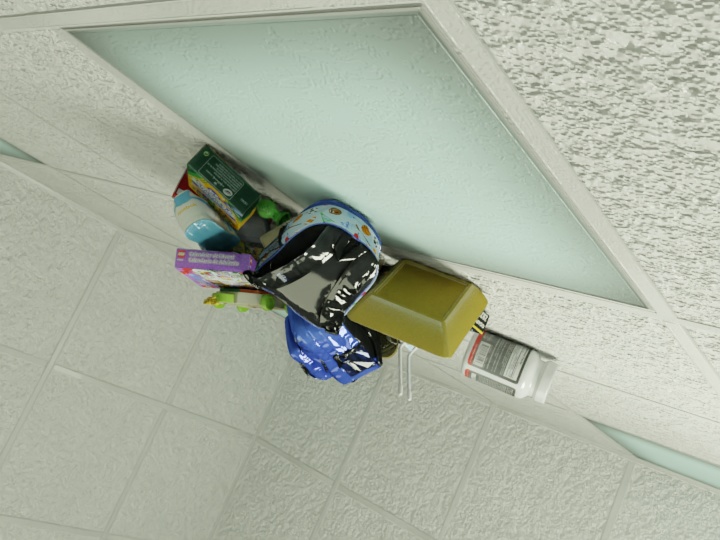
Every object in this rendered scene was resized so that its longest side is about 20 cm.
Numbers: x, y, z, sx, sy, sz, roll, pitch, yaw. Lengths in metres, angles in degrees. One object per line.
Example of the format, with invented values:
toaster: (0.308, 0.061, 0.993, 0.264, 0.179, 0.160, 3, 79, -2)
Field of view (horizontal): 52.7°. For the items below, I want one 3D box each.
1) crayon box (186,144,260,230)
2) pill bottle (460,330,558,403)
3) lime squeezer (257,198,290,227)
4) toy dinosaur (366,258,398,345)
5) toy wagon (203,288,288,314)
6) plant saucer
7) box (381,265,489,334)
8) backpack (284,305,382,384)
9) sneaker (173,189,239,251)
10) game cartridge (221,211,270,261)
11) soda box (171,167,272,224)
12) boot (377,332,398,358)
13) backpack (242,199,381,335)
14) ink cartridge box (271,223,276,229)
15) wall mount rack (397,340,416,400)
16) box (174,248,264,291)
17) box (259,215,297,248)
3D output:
crayon box: (-0.246, -0.140, 1.297, 0.126, 0.052, 0.200, 43, 168, -5)
pill bottle: (0.339, 0.221, 1.658, 0.199, 0.117, 0.116, 22, 170, 18)
lime squeezer: (-0.172, -0.110, 1.406, 0.199, 0.038, 0.070, 31, 168, -36)
toy dinosaur: (0.049, 0.051, 1.417, 0.077, 0.102, 0.201, -23, 110, 31)
toy wagon: (-0.229, 0.061, 1.464, 0.154, 0.040, 0.199, 0, 171, 37)
plant saucer: (0.107, 0.050, 1.283, 0.199, 0.200, 0.049, 21, 125, 20)
box: (0.144, 0.059, 1.492, 0.199, 0.050, 0.160, 17, 165, 39)
backpack: (-0.064, 0.112, 1.393, 0.200, 0.167, 0.163, 55, -170, -44)
sneaker: (-0.282, -0.083, 1.342, 0.081, 0.076, 0.200, 60, 177, 18)
game cartridge: (-0.243, -0.036, 1.471, 0.132, 0.041, 0.201, 6, 132, -3)
soda box: (-0.278, -0.132, 1.474, 0.199, 0.064, 0.070, 28, 169, -15)
boot: (0.041, 0.143, 1.610, 0.200, 0.066, 0.176, 70, 175, -63)
backpack: (-0.058, -0.019, 1.209, 0.199, 0.155, 0.190, 34, 129, -24)
ink cartridge box: (-0.153, 0.003, 1.625, 0.199, 0.146, 0.147, 23, 171, 6)
wall mount rack: (0.117, 0.171, 1.489, 0.074, 0.174, 0.200, 37, 176, 20)
box: (-0.259, 0.002, 1.385, 0.136, 0.039, 0.200, 4, 169, 3)
box: (-0.111, -0.003, 1.444, 0.078, 0.095, 0.200, 58, 178, 43)
